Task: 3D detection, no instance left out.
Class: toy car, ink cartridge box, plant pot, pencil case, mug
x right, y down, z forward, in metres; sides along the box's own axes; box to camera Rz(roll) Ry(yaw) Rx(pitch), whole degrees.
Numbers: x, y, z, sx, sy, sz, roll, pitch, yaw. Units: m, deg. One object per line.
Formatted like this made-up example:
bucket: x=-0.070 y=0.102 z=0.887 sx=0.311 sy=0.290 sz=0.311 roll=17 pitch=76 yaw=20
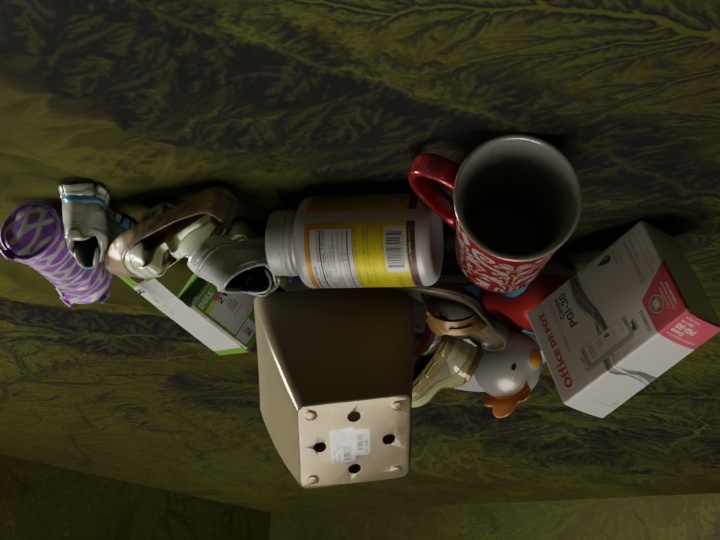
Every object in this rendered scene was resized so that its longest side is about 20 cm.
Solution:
toy car: x=0.212 y=0.098 z=1.672 sx=0.183 sy=0.202 sz=0.176 roll=19 pitch=157 yaw=-39
ink cartridge box: x=0.316 y=0.062 z=1.518 sx=0.082 sy=0.147 sz=0.200 roll=21 pitch=128 yaw=-39
plant pot: x=-0.019 y=0.152 z=1.536 sx=0.198 sy=0.178 sz=0.201 roll=-6 pitch=127 yaw=-8
pencil case: x=-0.395 y=-0.018 z=1.630 sx=0.085 sy=0.084 sz=0.200 roll=-41 pitch=156 yaw=-6
mug: x=0.150 y=-0.068 z=1.368 sx=0.133 sy=0.178 sz=0.200 roll=-36 pitch=167 yaw=-7
ink cartridge box: x=-0.229 y=0.026 z=1.697 sx=0.200 sy=0.076 sz=0.148 roll=40 pitch=162 yaw=-14

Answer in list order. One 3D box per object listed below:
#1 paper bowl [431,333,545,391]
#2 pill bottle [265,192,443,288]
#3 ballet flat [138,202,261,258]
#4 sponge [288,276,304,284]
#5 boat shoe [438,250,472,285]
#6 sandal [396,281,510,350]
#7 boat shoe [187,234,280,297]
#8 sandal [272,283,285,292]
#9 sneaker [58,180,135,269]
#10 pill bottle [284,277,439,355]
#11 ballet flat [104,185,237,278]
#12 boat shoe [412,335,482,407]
paper bowl: x=0.186 y=0.121 z=1.905 sx=0.199 sy=0.105 sz=0.201 roll=3 pitch=160 yaw=1
pill bottle: x=-0.007 y=-0.034 z=1.466 sx=0.198 sy=0.110 sz=0.109 roll=-1 pitch=161 yaw=15
ballet flat: x=-0.180 y=-0.040 z=1.573 sx=0.199 sy=0.070 sz=0.069 roll=15 pitch=159 yaw=-29
sponge: x=0.000 y=0.000 z=1.614 sx=0.198 sy=0.030 sz=0.112 roll=7 pitch=-166 yaw=-13
boat shoe: x=0.061 y=-0.025 z=1.545 sx=0.199 sy=0.067 sz=0.072 roll=7 pitch=-169 yaw=0
sandal: x=0.115 y=0.063 z=1.544 sx=0.081 sy=0.055 sz=0.200 roll=2 pitch=154 yaw=39
boat shoe: x=-0.132 y=0.001 z=1.503 sx=0.072 sy=0.069 sz=0.200 roll=-47 pitch=162 yaw=7
sandal: x=-0.144 y=0.018 z=1.728 sx=0.075 sy=0.045 sz=0.199 roll=39 pitch=162 yaw=-26
sneaker: x=-0.333 y=-0.037 z=1.564 sx=0.074 sy=0.088 sz=0.200 roll=-1 pitch=162 yaw=9
pill bottle: x=-0.001 y=0.053 z=1.718 sx=0.199 sy=0.117 sz=0.116 roll=14 pitch=159 yaw=-28
ballet flat: x=-0.232 y=-0.033 z=1.488 sx=0.199 sy=0.068 sz=0.068 roll=-32 pitch=128 yaw=23
boat shoe: x=0.088 y=0.131 z=1.670 sx=0.063 sy=0.074 sz=0.200 roll=35 pitch=154 yaw=-13
